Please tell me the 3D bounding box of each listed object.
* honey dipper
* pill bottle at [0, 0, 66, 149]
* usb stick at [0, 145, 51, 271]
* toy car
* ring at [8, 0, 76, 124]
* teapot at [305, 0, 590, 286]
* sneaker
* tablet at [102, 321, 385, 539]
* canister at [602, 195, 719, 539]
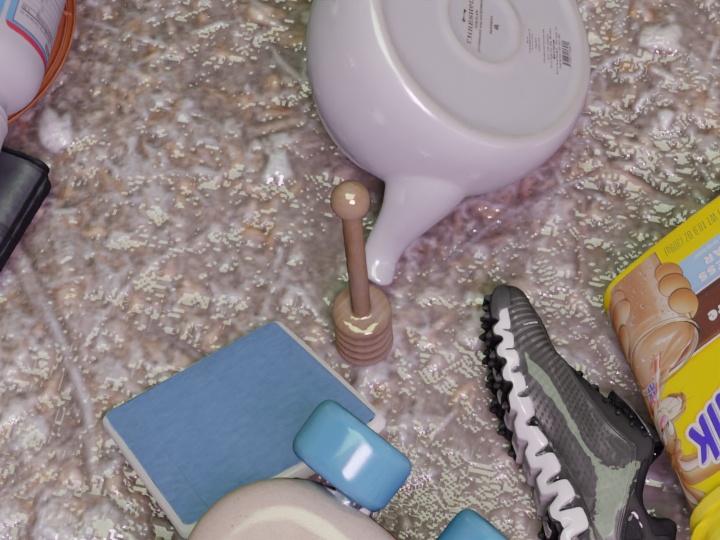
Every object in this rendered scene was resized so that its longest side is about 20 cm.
[{"bbox_3d":[0.000,0.000,1.248,0.038,0.200,0.038,0,64,1],"label":"honey dipper"},{"bbox_3d":[-0.247,-0.171,1.373,0.108,0.109,0.201,10,65,7],"label":"pill bottle"},{"bbox_3d":[-0.263,0.008,1.349,0.055,0.033,0.201,23,67,12],"label":"usb stick"},{"bbox_3d":[-0.008,0.192,1.159,0.177,0.200,0.185,38,88,9],"label":"toy car"},{"bbox_3d":[-0.293,-0.171,1.447,0.199,0.019,0.202,-1,63,1],"label":"ring"},{"bbox_3d":[0.038,-0.130,1.348,0.200,0.146,0.198,-38,93,-37],"label":"teapot"},{"bbox_3d":[0.133,0.097,1.273,0.090,0.067,0.201,-15,68,-8],"label":"sneaker"},{"bbox_3d":[-0.072,0.089,1.239,0.130,0.014,0.200,-29,23,-11],"label":"tablet"},{"bbox_3d":[0.232,0.061,1.222,0.148,0.086,0.201,-40,44,21],"label":"canister"}]
